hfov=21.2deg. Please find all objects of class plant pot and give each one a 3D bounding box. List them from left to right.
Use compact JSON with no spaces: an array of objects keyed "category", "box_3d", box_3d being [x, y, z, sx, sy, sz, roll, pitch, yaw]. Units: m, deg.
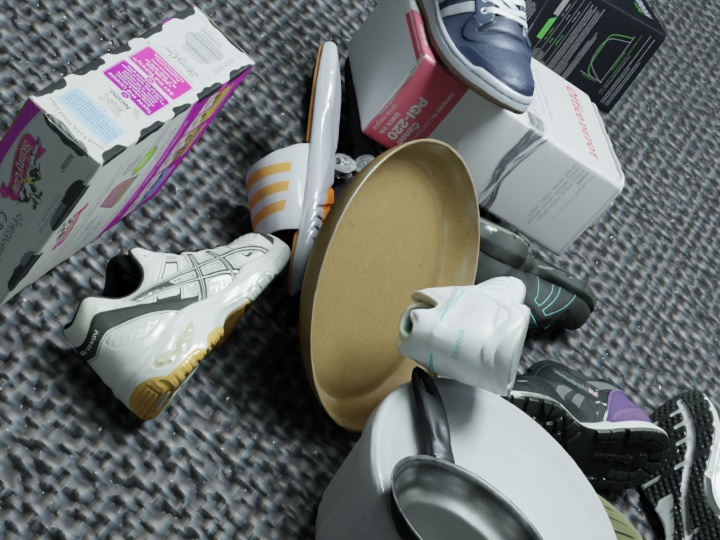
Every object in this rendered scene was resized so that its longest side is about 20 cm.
[{"category":"plant pot","box_3d":[0.016,0.008,1.281,0.027,0.201,0.200,18,21,31]}]

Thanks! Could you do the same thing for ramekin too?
[{"category":"ramekin","box_3d":[0.061,0.175,1.199,0.202,0.094,0.203,28,36,-22]}]

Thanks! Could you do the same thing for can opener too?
[{"category":"can opener","box_3d":[-0.012,-0.096,1.463,0.063,0.079,0.201,-10,47,-5]}]

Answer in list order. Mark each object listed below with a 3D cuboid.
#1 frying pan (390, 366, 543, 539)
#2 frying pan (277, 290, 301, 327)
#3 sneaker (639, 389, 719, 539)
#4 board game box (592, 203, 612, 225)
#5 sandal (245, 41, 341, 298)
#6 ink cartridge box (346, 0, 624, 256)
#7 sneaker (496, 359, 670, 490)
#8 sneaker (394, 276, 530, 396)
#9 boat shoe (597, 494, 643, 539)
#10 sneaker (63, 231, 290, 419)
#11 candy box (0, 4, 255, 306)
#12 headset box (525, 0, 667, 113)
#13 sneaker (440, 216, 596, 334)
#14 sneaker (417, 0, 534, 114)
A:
[{"category":"frying pan","box_3d":[0.042,0.126,1.118,0.115,0.031,0.190,9,34,-47]},{"category":"frying pan","box_3d":[0.004,-0.017,1.319,0.031,0.116,0.190,14,6,21]},{"category":"sneaker","box_3d":[0.259,0.180,1.438,0.080,0.074,0.201,37,36,-36]},{"category":"board game box","box_3d":[0.117,-0.124,1.635,0.199,0.034,0.135,20,41,-32]},{"category":"sandal","box_3d":[-0.049,-0.067,1.357,0.059,0.079,0.208,2,62,6]},{"category":"ink cartridge box","box_3d":[0.094,-0.120,1.478,0.199,0.085,0.146,29,27,-23]},{"category":"sneaker","box_3d":[0.127,0.104,1.384,0.199,0.076,0.088,17,27,-40]},{"category":"sneaker","box_3d":[0.066,0.034,1.259,0.080,0.071,0.200,13,2,2]},{"category":"boat shoe","box_3d":[0.157,0.211,1.283,0.074,0.069,0.200,21,19,-23]},{"category":"sneaker","box_3d":[-0.113,0.010,1.214,0.088,0.076,0.200,39,31,2]},{"category":"candy box","box_3d":[-0.163,-0.075,1.198,0.061,0.136,0.200,42,33,2]},{"category":"headset box","box_3d":[0.152,-0.257,1.736,0.199,0.093,0.174,25,25,-25]},{"category":"sneaker","box_3d":[0.108,0.016,1.451,0.075,0.080,0.200,26,-1,38]},{"category":"sneaker","box_3d":[0.101,-0.207,1.397,0.070,0.109,0.201,23,29,-32]}]
